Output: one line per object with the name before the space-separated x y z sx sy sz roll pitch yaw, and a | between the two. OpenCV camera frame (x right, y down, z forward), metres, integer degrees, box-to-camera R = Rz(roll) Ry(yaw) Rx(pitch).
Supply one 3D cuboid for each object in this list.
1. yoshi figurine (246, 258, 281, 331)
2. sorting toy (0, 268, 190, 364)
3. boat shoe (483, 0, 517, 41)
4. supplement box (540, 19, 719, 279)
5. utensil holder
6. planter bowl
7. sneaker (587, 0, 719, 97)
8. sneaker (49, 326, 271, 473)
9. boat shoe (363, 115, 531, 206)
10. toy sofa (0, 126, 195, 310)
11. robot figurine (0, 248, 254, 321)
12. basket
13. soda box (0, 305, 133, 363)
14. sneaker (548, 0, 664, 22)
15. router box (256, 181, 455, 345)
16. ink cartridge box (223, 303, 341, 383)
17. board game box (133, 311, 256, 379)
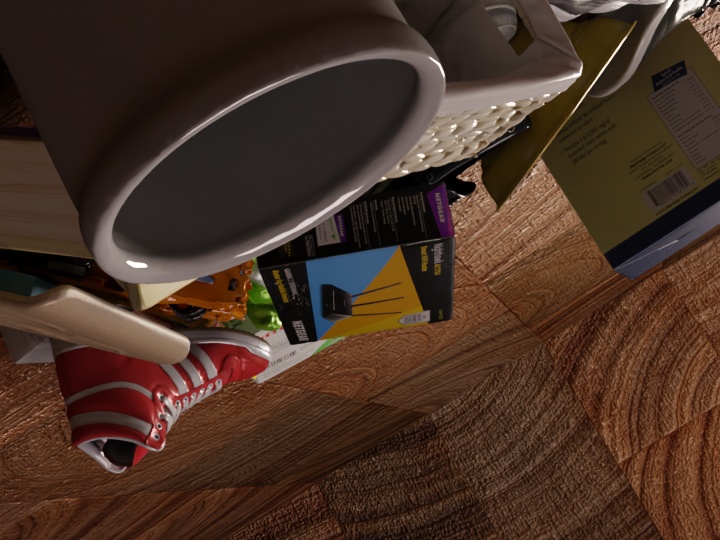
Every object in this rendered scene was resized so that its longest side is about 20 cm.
yoshi figurine | -0.099 -0.011 1.051 0.200 0.112 0.112 -4 135 -55
sorting toy | -0.240 0.022 0.808 0.199 0.037 0.185 6 168 20
boat shoe | 0.051 -0.145 0.960 0.202 0.065 0.074 -36 164 17
supplement box | 0.299 -0.131 1.211 0.199 0.200 0.134 -34 164 15
utensil holder | -0.084 -0.122 0.524 0.169 0.201 0.170 -29 165 -9
planter bowl | 0.145 -0.155 1.013 0.201 0.083 0.200 -54 178 -3
sneaker | 0.276 -0.234 1.086 0.099 0.071 0.200 -17 156 -26
sneaker | -0.152 0.105 0.953 0.199 0.113 0.071 5 153 -39
boat shoe | 0.059 -0.076 0.951 0.200 0.062 0.075 -44 175 27
toy sofa | -0.177 -0.046 0.661 0.199 0.098 0.083 5 -157 30
robot figurine | -0.175 -0.007 0.824 0.199 0.059 0.145 13 170 -4
basket | 0.028 -0.145 0.793 0.199 0.136 0.123 -16 163 -43
soda box | -0.201 -0.003 0.938 0.200 0.064 0.068 -35 163 18
sneaker | 0.215 -0.257 0.890 0.199 0.075 0.115 -20 165 -23
router box | 0.000 0.000 0.949 0.148 0.051 0.200 -10 160 1
ink cartridge box | -0.076 0.035 1.255 0.145 0.084 0.200 -27 165 -7
board game box | -0.156 0.057 1.087 0.200 0.095 0.030 54 57 -70
